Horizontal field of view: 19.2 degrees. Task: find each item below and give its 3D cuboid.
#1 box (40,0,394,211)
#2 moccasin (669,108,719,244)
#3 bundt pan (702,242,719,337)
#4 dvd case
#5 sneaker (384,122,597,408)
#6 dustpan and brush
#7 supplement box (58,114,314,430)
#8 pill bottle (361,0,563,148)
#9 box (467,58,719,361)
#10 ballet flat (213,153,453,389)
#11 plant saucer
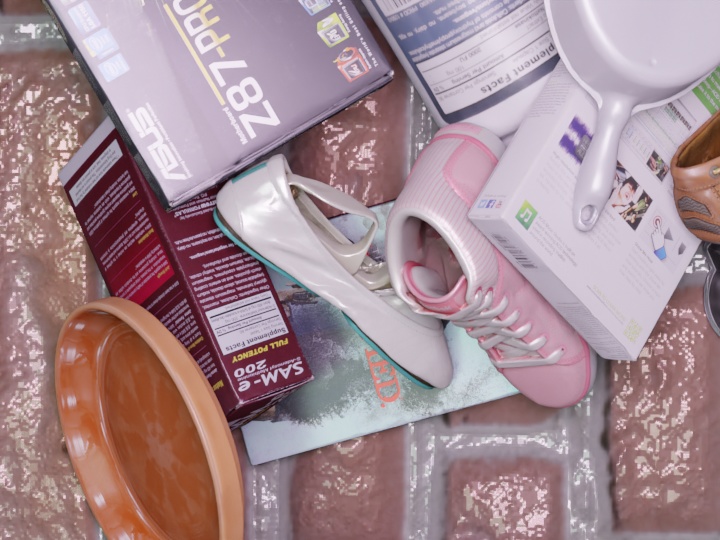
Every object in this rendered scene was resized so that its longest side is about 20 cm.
[{"bbox_3d":[-0.098,-0.160,1.277,0.161,0.049,0.200,-30,93,-9],"label":"box"},{"bbox_3d":[0.253,-0.105,1.282,0.201,0.074,0.078,-42,123,-20],"label":"moccasin"},{"bbox_3d":[0.312,0.006,1.313,0.202,0.076,0.202,1,94,9],"label":"bundt pan"},{"bbox_3d":[0.004,0.033,1.386,0.200,0.022,0.146,-15,91,8],"label":"dvd case"},{"bbox_3d":[0.073,0.020,1.285,0.075,0.105,0.200,-7,119,35],"label":"sneaker"},{"bbox_3d":[0.155,-0.120,1.207,0.139,0.057,0.200,14,84,-16],"label":"dustpan and brush"},{"bbox_3d":[-0.112,0.001,1.341,0.061,0.109,0.200,-18,80,-32],"label":"supplement box"},{"bbox_3d":[0.082,-0.146,1.310,0.119,0.120,0.200,-30,102,9],"label":"pill bottle"},{"bbox_3d":[0.160,-0.067,1.273,0.144,0.036,0.200,45,68,-32],"label":"box"},{"bbox_3d":[0.000,0.000,1.307,0.200,0.069,0.069,39,98,-22],"label":"ballet flat"},{"bbox_3d":[-0.131,0.112,1.343,0.032,0.200,0.201,-19,90,-31],"label":"plant saucer"}]
